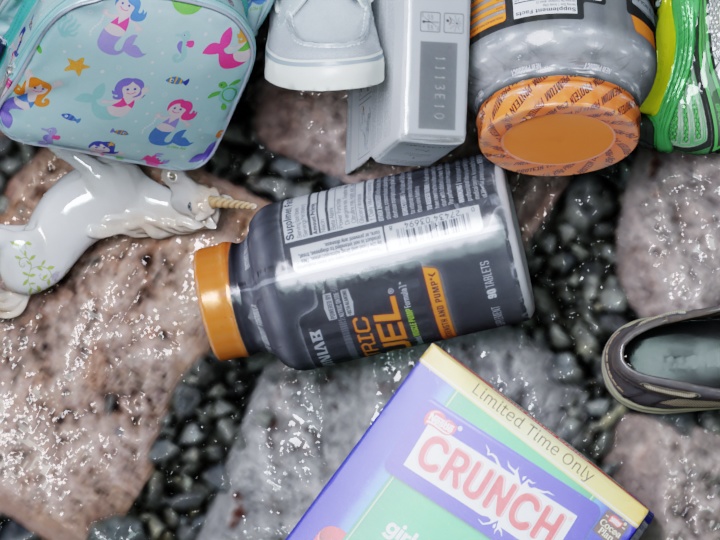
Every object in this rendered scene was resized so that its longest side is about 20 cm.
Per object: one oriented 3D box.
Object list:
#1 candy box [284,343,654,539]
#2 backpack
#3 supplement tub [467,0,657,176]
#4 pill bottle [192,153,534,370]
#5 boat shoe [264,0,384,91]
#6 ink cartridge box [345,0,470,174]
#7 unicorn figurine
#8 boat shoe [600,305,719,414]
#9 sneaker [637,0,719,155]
[{"bbox_3d":[0.054,0.175,1.557,0.169,0.077,0.200,37,88,9],"label":"candy box"},{"bbox_3d":[-0.137,-0.165,1.510,0.177,0.151,0.201,10,127,-27],"label":"backpack"},{"bbox_3d":[0.115,-0.167,1.540,0.122,0.123,0.201,-3,67,6],"label":"supplement tub"},{"bbox_3d":[0.000,0.000,1.568,0.199,0.106,0.107,-13,83,6],"label":"pill bottle"},{"bbox_3d":[-0.027,-0.158,1.538,0.070,0.201,0.072,-4,110,-5],"label":"boat shoe"},{"bbox_3d":[0.029,-0.163,1.555,0.043,0.174,0.202,3,84,-10],"label":"ink cartridge box"},{"bbox_3d":[-0.178,-0.045,1.612,0.200,0.074,0.137,-37,104,18],"label":"unicorn figurine"},{"bbox_3d":[0.245,0.052,1.549,0.199,0.073,0.075,-10,83,6],"label":"boat shoe"},{"bbox_3d":[0.223,-0.168,1.582,0.085,0.078,0.201,13,95,1],"label":"sneaker"}]
